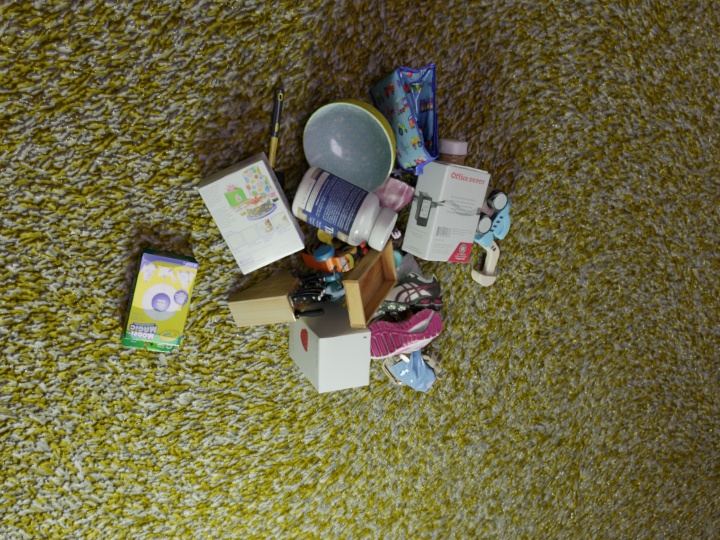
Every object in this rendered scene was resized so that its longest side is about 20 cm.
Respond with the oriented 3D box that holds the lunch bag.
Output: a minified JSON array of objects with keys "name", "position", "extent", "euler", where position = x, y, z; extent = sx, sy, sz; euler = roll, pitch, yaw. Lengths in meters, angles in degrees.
[{"name":"lunch bag","position":[0.100,-0.297,1.435],"extent":[0.092,0.150,0.206],"euler":[-11,92,-21]}]

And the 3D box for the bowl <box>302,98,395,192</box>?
[{"name":"bowl","position":[-0.010,-0.267,1.435],"extent":[0.204,0.196,0.108],"euler":[67,32,-25]}]

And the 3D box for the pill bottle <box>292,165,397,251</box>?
[{"name":"pill bottle","position":[-0.030,-0.120,1.403],"extent":[0.196,0.111,0.113],"euler":[26,95,7]}]

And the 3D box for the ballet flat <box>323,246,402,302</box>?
[{"name":"ballet flat","position":[0.000,0.000,1.550],"extent":[0.197,0.070,0.068],"euler":[-30,105,0]}]

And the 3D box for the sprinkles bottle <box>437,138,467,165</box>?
[{"name":"sprinkles bottle","position":[0.198,-0.193,1.593],"extent":[0.067,0.068,0.206],"euler":[-2,107,-24]}]

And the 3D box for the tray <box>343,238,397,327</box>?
[{"name":"tray","position":[0.023,0.022,1.424],"extent":[0.036,0.200,0.101],"euler":[0,115,22]}]

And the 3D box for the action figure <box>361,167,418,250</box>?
[{"name":"action figure","position":[0.037,-0.134,1.535],"extent":[0.132,0.150,0.202],"euler":[31,112,-6]}]

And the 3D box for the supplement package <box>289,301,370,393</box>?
[{"name":"supplement package","position":[-0.069,0.157,1.496],"extent":[0.117,0.199,0.125],"euler":[-5,108,-23]}]

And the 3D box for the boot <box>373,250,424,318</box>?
[{"name":"boot","position":[0.050,0.032,1.599],"extent":[0.198,0.073,0.097],"euler":[-34,109,-19]}]

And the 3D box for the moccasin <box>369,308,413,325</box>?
[{"name":"moccasin","position":[0.060,0.117,1.616],"extent":[0.197,0.078,0.076],"euler":[-18,112,-20]}]

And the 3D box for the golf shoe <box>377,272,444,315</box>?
[{"name":"golf shoe","position":[0.092,0.052,1.553],"extent":[0.195,0.077,0.091],"euler":[3,73,-29]}]

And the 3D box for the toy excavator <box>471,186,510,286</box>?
[{"name":"toy excavator","position":[0.304,-0.083,1.670],"extent":[0.199,0.100,0.196],"euler":[36,90,-38]}]

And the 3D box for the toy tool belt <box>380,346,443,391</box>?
[{"name":"toy tool belt","position":[0.133,0.231,1.660],"extent":[0.199,0.123,0.126],"euler":[41,87,-30]}]

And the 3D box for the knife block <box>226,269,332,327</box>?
[{"name":"knife block","position":[-0.160,0.068,1.439],"extent":[0.197,0.175,0.065],"euler":[-28,115,-15]}]

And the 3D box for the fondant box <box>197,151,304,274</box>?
[{"name":"fondant box","position":[-0.214,-0.113,1.398],"extent":[0.141,0.059,0.203],"euler":[-21,117,8]}]

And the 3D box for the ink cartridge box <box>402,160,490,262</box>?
[{"name":"ink cartridge box","position":[0.184,-0.128,1.504],"extent":[0.143,0.083,0.205],"euler":[3,105,-41]}]

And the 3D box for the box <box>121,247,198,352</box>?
[{"name":"box","position":[-0.403,0.067,1.397],"extent":[0.115,0.048,0.205],"euler":[10,102,-27]}]

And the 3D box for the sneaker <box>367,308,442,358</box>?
[{"name":"sneaker","position":[0.088,0.152,1.557],"extent":[0.195,0.088,0.083],"euler":[-13,70,4]}]

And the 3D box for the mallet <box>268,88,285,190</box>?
[{"name":"mallet","position":[-0.166,-0.260,1.418],"extent":[0.064,0.041,0.205],"euler":[12,96,-27]}]

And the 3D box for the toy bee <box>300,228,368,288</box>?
[{"name":"toy bee","position":[-0.039,-0.022,1.460],"extent":[0.107,0.200,0.133],"euler":[-31,138,-18]}]
